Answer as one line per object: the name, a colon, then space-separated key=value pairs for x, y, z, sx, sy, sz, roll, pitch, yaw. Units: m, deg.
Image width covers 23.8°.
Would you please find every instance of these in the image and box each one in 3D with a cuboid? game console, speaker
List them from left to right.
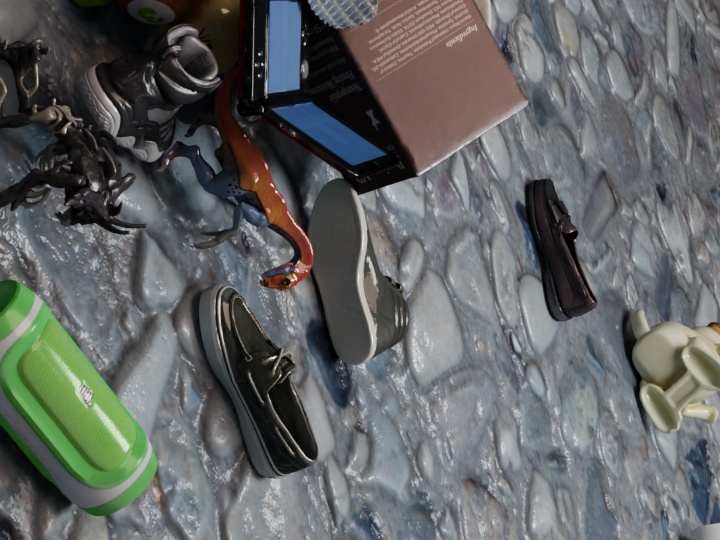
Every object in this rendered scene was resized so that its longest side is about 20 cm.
speaker: x=-0.249 y=0.105 z=1.389 sx=0.201 sy=0.088 sz=0.089 roll=56 pitch=35 yaw=-27
game console: x=-0.034 y=-0.181 z=1.610 sx=0.200 sy=0.118 sz=0.174 roll=-31 pitch=124 yaw=-75

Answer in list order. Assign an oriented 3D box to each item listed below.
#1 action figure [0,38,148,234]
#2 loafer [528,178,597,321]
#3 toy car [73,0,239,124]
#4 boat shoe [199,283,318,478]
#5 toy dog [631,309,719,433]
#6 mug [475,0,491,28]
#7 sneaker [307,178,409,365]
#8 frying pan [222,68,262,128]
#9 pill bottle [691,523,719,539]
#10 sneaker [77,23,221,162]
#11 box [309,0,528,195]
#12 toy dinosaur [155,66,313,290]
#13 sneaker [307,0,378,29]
action figure: x=-0.266 y=-0.099 z=1.447 sx=0.201 sy=0.102 sz=0.119 roll=57 pitch=29 yaw=2
loafer: x=0.281 y=-0.033 z=2.344 sx=0.072 sy=0.063 sz=0.202 roll=8 pitch=70 yaw=-57
toy car: x=-0.161 y=-0.234 z=1.641 sx=0.158 sy=0.163 sz=0.201 roll=-53 pitch=134 yaw=-54
boat shoe: x=-0.091 y=0.102 z=1.660 sx=0.072 sy=0.071 sz=0.201 roll=-36 pitch=107 yaw=-58
toy dog: x=0.488 y=0.143 z=2.558 sx=0.194 sy=0.140 sz=0.199 roll=44 pitch=24 yaw=23
mug: x=0.046 y=-0.303 z=1.999 sx=0.150 sy=0.152 sz=0.187 roll=60 pitch=34 yaw=-23
sneaker: x=0.000 y=0.000 z=1.868 sx=0.099 sy=0.070 sz=0.202 roll=-3 pitch=83 yaw=-62
frying pan: x=-0.091 y=-0.226 z=1.755 sx=0.191 sy=0.031 sz=0.115 roll=-61 pitch=162 yaw=0
pill bottle: x=0.529 y=0.471 z=2.463 sx=0.111 sy=0.111 sz=0.202 roll=28 pitch=52 yaw=-50
sneaker: x=-0.176 y=-0.161 z=1.558 sx=0.076 sy=0.113 sz=0.200 roll=63 pitch=7 yaw=8
box: x=0.036 y=-0.212 z=1.808 sx=0.164 sy=0.166 sz=0.201 roll=-33 pitch=99 yaw=-24
toy dinosaur: x=-0.107 y=-0.067 z=1.649 sx=0.181 sy=0.200 sz=0.105 roll=38 pitch=57 yaw=-6
sneaker: x=-0.037 y=-0.329 z=1.644 sx=0.100 sy=0.069 sz=0.201 roll=-86 pitch=152 yaw=-45
